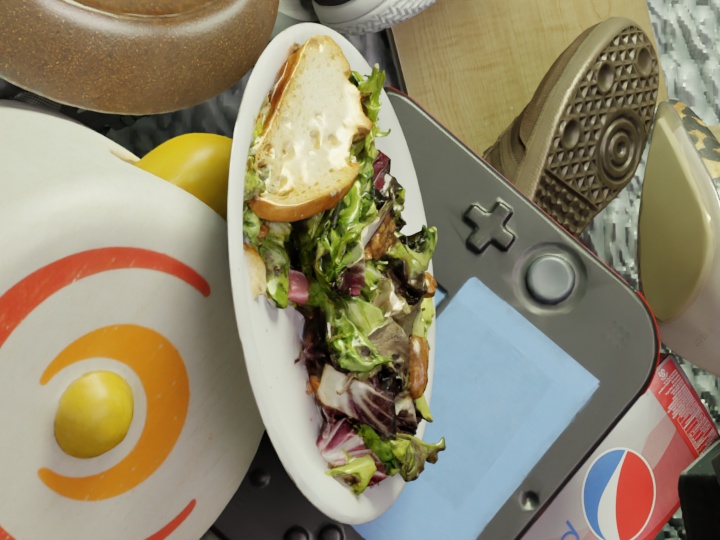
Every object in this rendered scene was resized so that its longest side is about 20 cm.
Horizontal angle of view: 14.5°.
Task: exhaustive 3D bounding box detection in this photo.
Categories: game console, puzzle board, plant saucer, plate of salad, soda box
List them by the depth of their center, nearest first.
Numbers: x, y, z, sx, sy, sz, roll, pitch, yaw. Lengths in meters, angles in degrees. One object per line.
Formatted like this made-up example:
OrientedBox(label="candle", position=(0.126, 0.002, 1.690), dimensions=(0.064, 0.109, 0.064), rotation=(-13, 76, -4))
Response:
OrientedBox(label="plate of salad", position=(0.000, 0.000, 1.124), dimensions=(0.200, 0.048, 0.201), rotation=(-7, 90, -68))
OrientedBox(label="plant saucer", position=(-0.114, -0.156, 1.159), dimensions=(0.200, 0.034, 0.201), rotation=(17, 51, -23))
OrientedBox(label="game console", position=(0.012, 0.048, 1.226), dimensions=(0.177, 0.031, 0.200), rotation=(41, 85, -2))
OrientedBox(label="soda box", position=(0.081, 0.124, 1.312), dimensions=(0.200, 0.070, 0.064), rotation=(-45, 113, -26))
OrientedBox(label="puzzle board", position=(0.064, -0.157, 1.344), dimensions=(0.150, 0.017, 0.201), rotation=(-19, 98, -31))

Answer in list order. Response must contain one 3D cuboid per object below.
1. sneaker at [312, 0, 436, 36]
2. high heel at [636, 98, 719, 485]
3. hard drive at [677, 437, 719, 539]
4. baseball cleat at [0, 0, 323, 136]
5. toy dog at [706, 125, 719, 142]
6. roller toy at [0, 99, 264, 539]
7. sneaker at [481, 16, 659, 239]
OrientedBox(label="sneaker", position=(0.022, -0.202, 1.240), dimensions=(0.114, 0.075, 0.200), rotation=(58, 47, -28))
OrientedBox(label="high heel", position=(0.206, 0.013, 1.320), dimensions=(0.142, 0.071, 0.201), rotation=(-3, 71, -33))
OrientedBox(label="hard drive", position=(0.220, 0.127, 1.377), dimensions=(0.200, 0.033, 0.140), rotation=(-32, 115, -53))
OrientedBox(label="baseball cleat", position=(-0.108, -0.081, 1.207), dimensions=(0.199, 0.070, 0.107), rotation=(-1, 104, -31))
OrientedBox(label="toy dog", position=(0.243, -0.040, 1.361), dimensions=(0.097, 0.199, 0.132), rotation=(-60, 143, -14))
OrientedBox(label="roller toy", position=(-0.130, 0.035, 1.108), dimensions=(0.199, 0.140, 0.183), rotation=(-9, 114, -33))
OrientedBox(label="sneaker", position=(0.067, -0.035, 1.303), dimensions=(0.070, 0.075, 0.201), rotation=(47, 64, -44))
